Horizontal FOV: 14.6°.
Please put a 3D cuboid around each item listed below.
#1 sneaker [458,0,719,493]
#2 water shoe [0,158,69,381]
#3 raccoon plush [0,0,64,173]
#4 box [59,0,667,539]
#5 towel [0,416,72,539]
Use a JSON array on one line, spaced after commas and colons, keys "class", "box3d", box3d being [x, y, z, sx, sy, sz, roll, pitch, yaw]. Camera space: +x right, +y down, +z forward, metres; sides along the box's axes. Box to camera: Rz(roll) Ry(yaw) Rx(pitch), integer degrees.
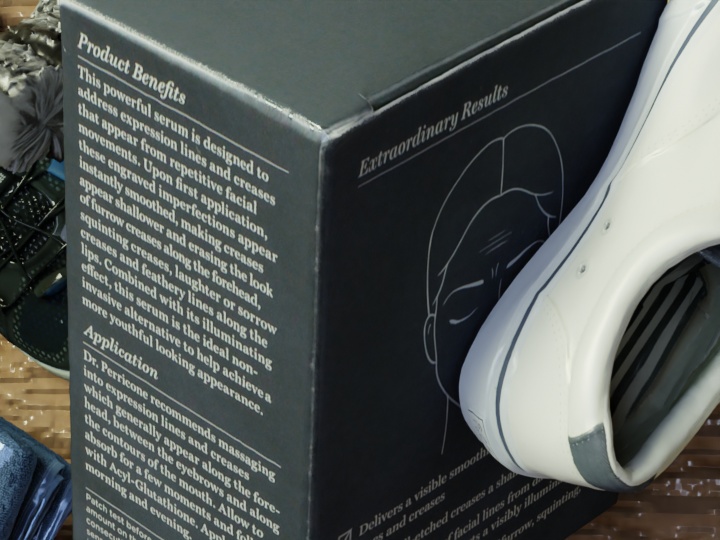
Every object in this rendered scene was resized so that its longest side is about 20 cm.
[{"class": "sneaker", "box3d": [0.108, -0.022, 0.785, 0.071, 0.073, 0.201, 24, 81, 52]}, {"class": "water shoe", "box3d": [-0.144, -0.040, 0.999, 0.071, 0.079, 0.200, -42, 72, 14]}, {"class": "raccoon plush", "box3d": [-0.102, -0.116, 0.934, 0.134, 0.199, 0.097, 30, 122, 31]}, {"class": "box", "box3d": [0.000, 0.000, 0.827, 0.107, 0.148, 0.201, 29, 131, 34]}, {"class": "towel", "box3d": [-0.181, 0.125, 0.944, 0.111, 0.048, 0.201, 30, 97, 20]}]
